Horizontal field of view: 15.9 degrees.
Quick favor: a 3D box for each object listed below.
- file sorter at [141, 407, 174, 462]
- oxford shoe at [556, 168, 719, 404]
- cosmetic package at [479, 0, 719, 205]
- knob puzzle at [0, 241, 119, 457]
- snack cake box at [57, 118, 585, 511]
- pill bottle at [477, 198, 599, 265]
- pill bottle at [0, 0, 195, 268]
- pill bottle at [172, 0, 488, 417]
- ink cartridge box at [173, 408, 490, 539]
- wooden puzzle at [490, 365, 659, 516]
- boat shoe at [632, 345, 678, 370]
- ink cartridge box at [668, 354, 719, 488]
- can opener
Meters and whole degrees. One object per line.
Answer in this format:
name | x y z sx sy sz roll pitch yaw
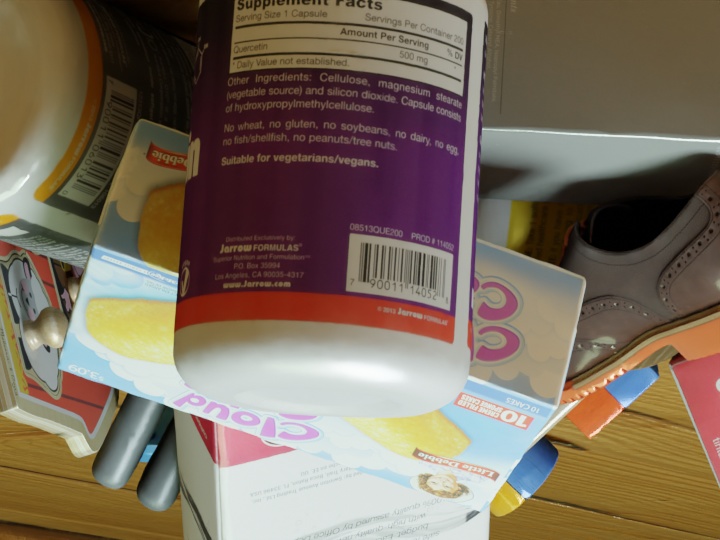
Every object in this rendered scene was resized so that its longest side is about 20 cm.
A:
file sorter | -0.022 0.019 1.433 0.198 0.123 0.139 0 -148 16
oxford shoe | 0.110 0.004 1.121 0.200 0.071 0.073 -24 107 49
cosmetic package | 0.073 -0.080 1.093 0.198 0.091 0.107 5 165 5
knob puzzle | -0.149 -0.007 1.270 0.030 0.221 0.220 -18 164 10
snack cake box | -0.019 0.022 1.083 0.199 0.068 0.115 19 148 -4
pill bottle | 0.106 -0.043 1.197 0.198 0.115 0.114 4 169 -2
pill bottle | -0.119 -0.060 1.174 0.116 0.117 0.200 -3 167 30
pill bottle | -0.010 -0.050 0.974 0.111 0.202 0.112 3 169 1
ink cartridge box | -0.014 0.093 1.271 0.144 0.084 0.201 -14 132 -17
wooden puzzle | 0.109 0.069 1.485 0.200 0.046 0.185 -39 -169 14
boat shoe | 0.123 0.005 1.308 0.199 0.072 0.072 -6 147 -45
ink cartridge box | 0.278 0.043 1.404 0.199 0.084 0.144 -24 179 11
can opener | -0.076 0.031 1.289 0.052 0.201 0.067 28 -161 -2
